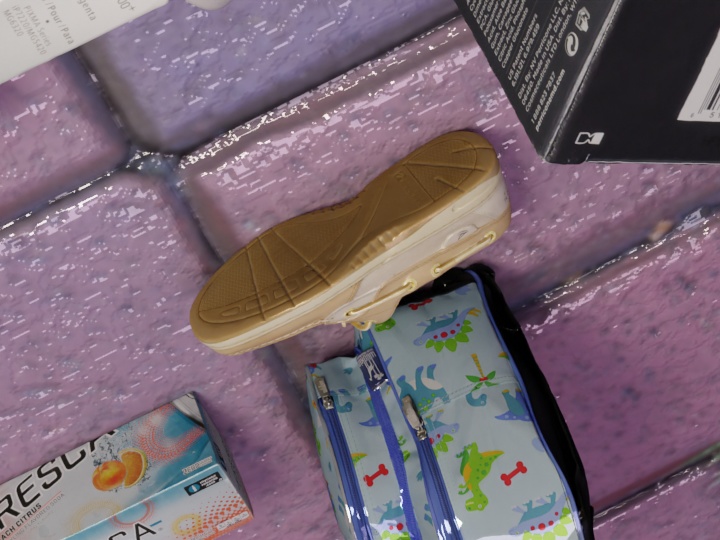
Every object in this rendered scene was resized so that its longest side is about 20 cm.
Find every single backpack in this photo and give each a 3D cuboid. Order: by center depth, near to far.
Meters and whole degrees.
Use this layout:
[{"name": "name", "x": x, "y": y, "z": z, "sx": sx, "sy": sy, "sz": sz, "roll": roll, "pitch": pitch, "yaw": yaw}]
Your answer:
[{"name": "backpack", "x": 0.056, "y": 0.130, "z": 1.231, "sx": 0.147, "sy": 0.200, "sz": 0.183, "roll": -22, "pitch": 139, "yaw": -4}]

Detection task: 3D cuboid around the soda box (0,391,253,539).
[{"name": "soda box", "x": -0.171, "y": 0.156, "z": 1.252, "sx": 0.199, "sy": 0.064, "sz": 0.068, "roll": -26, "pitch": 138, "yaw": 0}]

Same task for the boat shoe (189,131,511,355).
[{"name": "boat shoe", "x": 0.000, "y": 0.000, "z": 1.169, "sx": 0.200, "sy": 0.074, "sz": 0.069, "roll": -29, "pitch": 132, "yaw": 3}]

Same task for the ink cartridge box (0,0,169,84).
[{"name": "ink cartridge box", "x": -0.111, "y": -0.179, "z": 0.843, "sx": 0.173, "sy": 0.200, "sz": 0.044, "roll": -25, "pitch": 136, "yaw": 1}]

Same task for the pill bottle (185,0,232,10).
[{"name": "pill bottle", "x": -0.029, "y": -0.219, "z": 0.908, "sx": 0.200, "sy": 0.112, "sz": 0.112, "roll": -40, "pitch": 136, "yaw": 14}]

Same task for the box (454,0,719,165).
[{"name": "box", "x": 0.155, "y": -0.156, "z": 0.991, "sx": 0.196, "sy": 0.200, "sz": 0.118, "roll": -1, "pitch": 133, "yaw": -25}]
